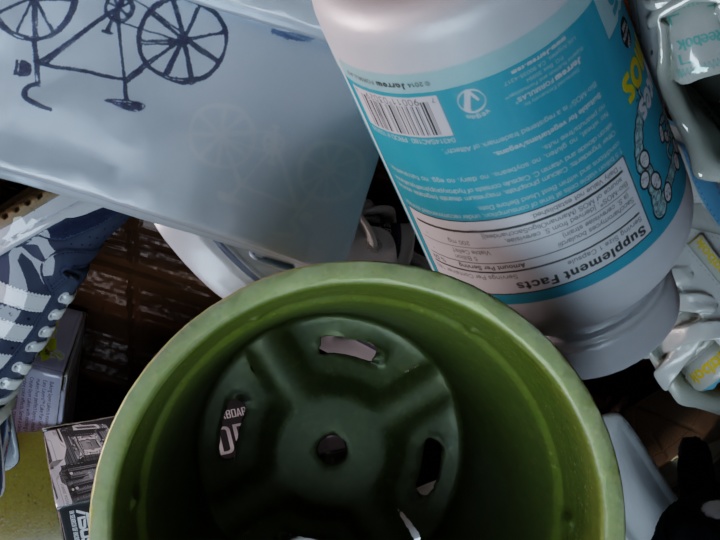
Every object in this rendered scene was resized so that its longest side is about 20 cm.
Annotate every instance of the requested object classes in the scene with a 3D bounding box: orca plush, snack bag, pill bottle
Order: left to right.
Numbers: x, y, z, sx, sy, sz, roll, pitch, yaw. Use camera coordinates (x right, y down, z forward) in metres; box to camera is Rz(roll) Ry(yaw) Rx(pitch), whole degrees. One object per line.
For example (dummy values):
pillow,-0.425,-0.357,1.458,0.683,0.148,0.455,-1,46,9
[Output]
snack bag,-0.065,-0.109,1.010,0.187,0.021,0.201,17,101,-13
pill bottle,0.064,-0.052,0.997,0.110,0.111,0.201,-11,128,20
orca plush,0.176,0.097,1.137,0.105,0.199,0.071,-41,74,43

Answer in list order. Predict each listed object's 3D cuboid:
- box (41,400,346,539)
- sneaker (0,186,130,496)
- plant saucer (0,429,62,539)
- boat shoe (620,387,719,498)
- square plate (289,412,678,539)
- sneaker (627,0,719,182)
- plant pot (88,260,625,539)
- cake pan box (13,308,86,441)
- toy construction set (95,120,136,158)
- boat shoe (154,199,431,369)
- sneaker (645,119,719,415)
box,-0.059,0.142,1.209,0.157,0.050,0.201,-12,135,-7
sneaker,-0.158,0.033,1.157,0.199,0.070,0.109,-32,98,9
plant saucer,-0.120,0.161,1.279,0.198,0.049,0.201,-4,135,-14
boat shoe,0.111,0.122,1.228,0.200,0.072,0.065,-35,113,28
square plate,0.071,0.163,1.197,0.197,0.029,0.200,-24,134,15
sneaker,0.133,-0.122,0.997,0.070,0.081,0.201,-9,128,21
plant pot,-0.006,0.088,1.031,0.198,0.190,0.202,0,95,-3
cake pan box,-0.236,0.084,1.278,0.183,0.052,0.201,13,133,2
toy construction set,-0.160,-0.115,1.062,0.131,0.092,0.200,-31,109,32
boat shoe,0.000,0.000,1.149,0.199,0.074,0.065,30,115,-20
sneaker,0.141,0.004,1.107,0.199,0.081,0.076,35,131,-18
